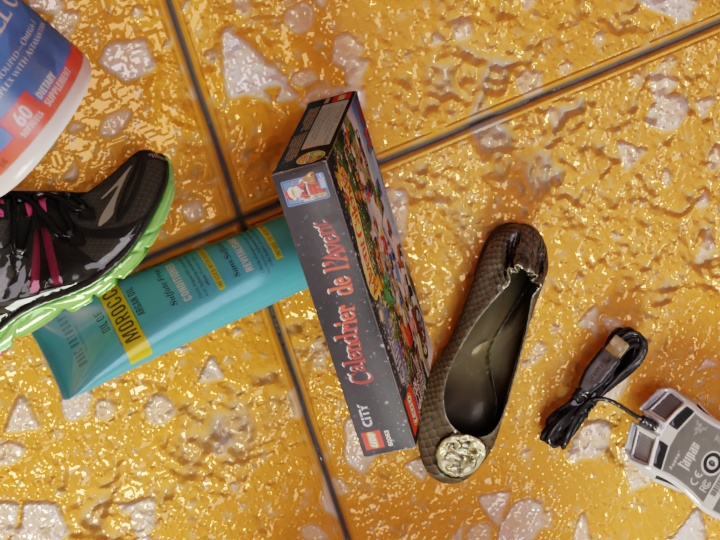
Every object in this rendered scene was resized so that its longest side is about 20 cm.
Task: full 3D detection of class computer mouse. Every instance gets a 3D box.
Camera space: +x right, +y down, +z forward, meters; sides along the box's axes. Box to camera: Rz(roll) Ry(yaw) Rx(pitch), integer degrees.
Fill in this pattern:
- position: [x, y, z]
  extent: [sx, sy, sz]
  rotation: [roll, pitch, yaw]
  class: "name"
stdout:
- position: [0.238, 0.131, 1.164]
  extent: [0.199, 0.044, 0.110]
  rotation: [34, 87, -20]
  class: "computer mouse"

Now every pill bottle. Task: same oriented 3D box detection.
- position: [-0.262, -0.140, 0.853]
  extent: [0.200, 0.112, 0.113]
  rotation: [40, 89, -26]
  class: "pill bottle"

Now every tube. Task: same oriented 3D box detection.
- position: [-0.117, 0.019, 0.984]
  extent: [0.198, 0.078, 0.051]
  rotation: [-24, 137, -16]
  class: "tube"

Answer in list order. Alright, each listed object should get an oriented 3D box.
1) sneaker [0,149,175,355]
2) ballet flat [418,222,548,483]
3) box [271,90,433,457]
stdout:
- position: [-0.202, -0.017, 0.932]
  extent: [0.199, 0.077, 0.084]
  rotation: [-35, 118, -10]
  class: "sneaker"
- position: [0.092, 0.064, 1.083]
  extent: [0.067, 0.046, 0.202]
  rotation: [15, 99, -23]
  class: "ballet flat"
- position: [0.000, 0.000, 0.981]
  extent: [0.037, 0.137, 0.202]
  rotation: [-12, 112, 13]
  class: "box"
